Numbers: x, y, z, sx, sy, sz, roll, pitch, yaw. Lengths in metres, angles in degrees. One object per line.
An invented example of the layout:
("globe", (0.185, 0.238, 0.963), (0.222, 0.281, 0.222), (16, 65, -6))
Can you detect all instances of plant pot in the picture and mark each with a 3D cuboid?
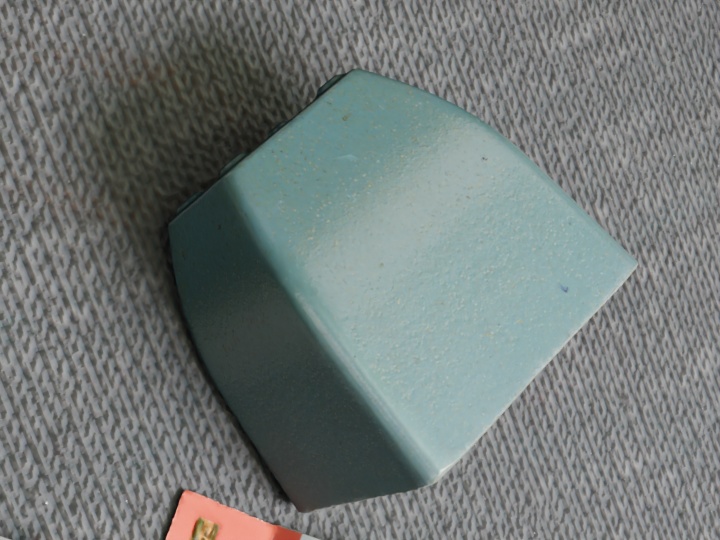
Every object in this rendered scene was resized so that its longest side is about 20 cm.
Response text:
("plant pot", (0.000, 0.000, 0.862), (0.196, 0.196, 0.200), (-42, 96, -28))

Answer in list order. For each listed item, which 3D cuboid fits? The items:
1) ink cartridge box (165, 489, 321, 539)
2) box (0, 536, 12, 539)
("ink cartridge box", (-0.042, 0.245, 0.883), (0.200, 0.057, 0.163), (29, 70, -30))
("box", (-0.193, 0.232, 0.783), (0.200, 0.048, 0.159), (25, 72, -22))
